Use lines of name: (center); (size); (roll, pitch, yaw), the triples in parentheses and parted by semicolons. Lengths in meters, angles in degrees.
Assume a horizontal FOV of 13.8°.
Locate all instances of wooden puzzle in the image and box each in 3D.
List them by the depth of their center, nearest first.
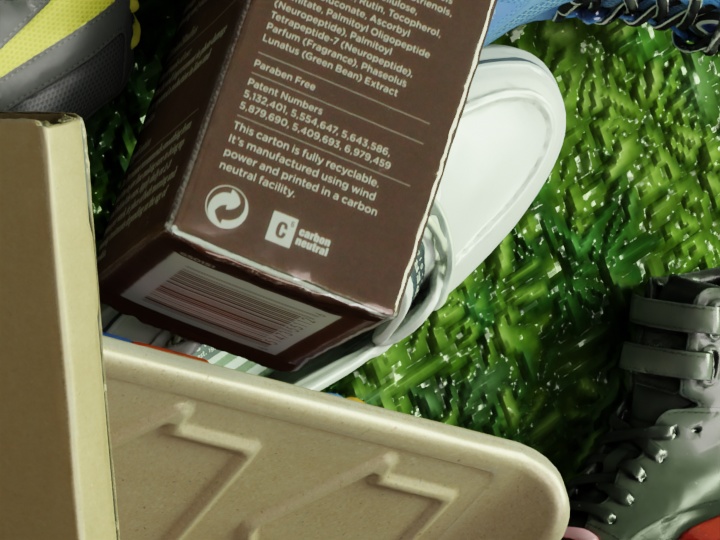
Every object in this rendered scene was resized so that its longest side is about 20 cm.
wooden puzzle: (-0.067, 0.086, 0.881); (0.199, 0.046, 0.185); (20, 126, -31)

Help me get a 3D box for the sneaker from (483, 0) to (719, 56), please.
sneaker: (0.105, -0.102, 0.956); (0.199, 0.079, 0.089); (-23, 96, -16)

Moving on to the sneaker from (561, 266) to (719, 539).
sneaker: (0.093, 0.060, 1.011); (0.200, 0.071, 0.100); (-27, 111, -31)

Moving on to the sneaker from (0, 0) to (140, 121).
sneaker: (-0.096, -0.095, 0.857); (0.084, 0.074, 0.201); (24, 95, -40)

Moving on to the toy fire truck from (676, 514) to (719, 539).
toy fire truck: (0.154, 0.141, 0.992); (0.200, 0.112, 0.169); (-15, 123, -46)

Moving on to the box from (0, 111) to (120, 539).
box: (-0.132, 0.057, 0.799); (0.021, 0.163, 0.201); (-18, 107, -54)

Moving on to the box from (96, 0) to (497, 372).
box: (-0.007, -0.079, 0.859); (0.075, 0.100, 0.201); (21, 74, -14)

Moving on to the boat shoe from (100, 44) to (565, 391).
boat shoe: (0.000, 0.000, 0.934); (0.200, 0.067, 0.074); (-39, 119, -21)
